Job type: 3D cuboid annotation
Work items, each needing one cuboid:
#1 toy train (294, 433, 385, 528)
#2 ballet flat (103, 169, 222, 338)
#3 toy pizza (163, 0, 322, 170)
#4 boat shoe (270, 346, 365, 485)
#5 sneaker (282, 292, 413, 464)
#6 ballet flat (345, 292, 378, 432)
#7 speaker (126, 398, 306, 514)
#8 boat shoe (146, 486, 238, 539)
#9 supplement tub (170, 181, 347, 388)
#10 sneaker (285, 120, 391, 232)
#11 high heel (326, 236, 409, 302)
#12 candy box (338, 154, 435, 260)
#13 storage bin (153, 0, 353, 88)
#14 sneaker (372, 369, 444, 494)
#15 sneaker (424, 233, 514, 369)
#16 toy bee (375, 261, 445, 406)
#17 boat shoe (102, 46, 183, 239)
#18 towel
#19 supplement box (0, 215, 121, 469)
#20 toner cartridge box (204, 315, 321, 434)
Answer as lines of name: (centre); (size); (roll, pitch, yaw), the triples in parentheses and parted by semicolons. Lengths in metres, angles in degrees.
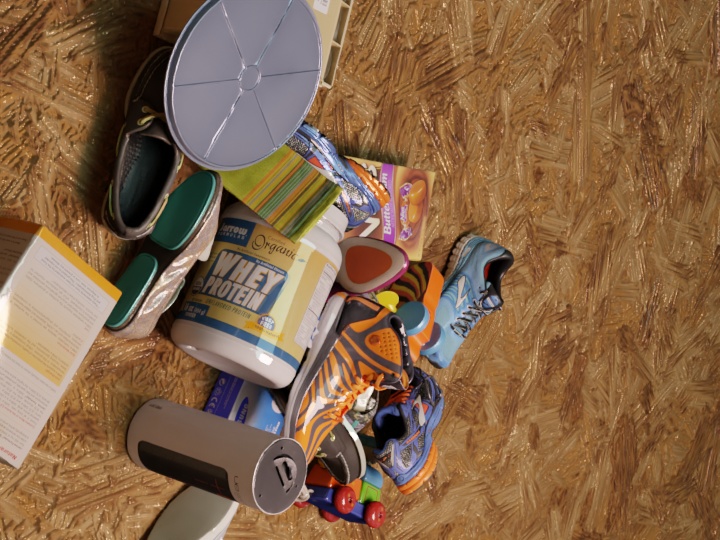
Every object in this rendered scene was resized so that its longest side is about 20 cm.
toy train: (-0.038, 0.240, 1.648); (0.200, 0.085, 0.116); (37, 60, -48)
ballet flat: (-0.197, -0.014, 1.388); (0.200, 0.068, 0.067); (-53, 144, 0)
toy pizza: (-0.120, -0.198, 1.338); (0.200, 0.032, 0.201); (-25, 130, -35)
boat shoe: (-0.054, 0.180, 1.554); (0.061, 0.072, 0.201); (-43, 124, -32)
sneaker: (-0.009, 0.130, 1.448); (0.078, 0.112, 0.200); (27, 82, -74)
ballet flat: (0.001, 0.097, 1.617); (0.072, 0.072, 0.201); (30, 57, -49)
speaker: (-0.152, 0.193, 1.398); (0.081, 0.200, 0.081); (-15, 110, -47)
boat shoe: (-0.201, 0.321, 1.486); (0.201, 0.070, 0.072); (-51, 145, -24)
supplement tub: (-0.107, 0.013, 1.452); (0.145, 0.144, 0.200); (37, 71, -48)
sneaker: (-0.058, -0.116, 1.498); (0.200, 0.075, 0.078); (38, 88, -15)
high heel: (0.000, 0.000, 1.541); (0.096, 0.200, 0.068); (6, 82, -46)
candy box: (0.005, -0.077, 1.636); (0.200, 0.056, 0.117); (4, 96, -49)
storage bin: (-0.097, -0.315, 1.424); (0.198, 0.094, 0.200); (17, 86, -51)
sneaker: (0.056, 0.187, 1.690); (0.078, 0.075, 0.200); (42, 27, -25)
sneaker: (0.145, 0.042, 1.805); (0.078, 0.090, 0.200); (42, 68, -46)
toy bee: (0.046, 0.080, 1.706); (0.131, 0.109, 0.200); (64, 27, -27)
boat shoe: (-0.207, -0.129, 1.337); (0.072, 0.061, 0.202); (15, 87, -17)
towel: (-0.119, -0.118, 1.399); (0.200, 0.018, 0.086); (39, 62, 1)
supplement box: (-0.331, 0.067, 1.251); (0.126, 0.073, 0.200); (49, 62, -45)
toner cartridge box: (-0.115, 0.126, 1.550); (0.095, 0.043, 0.200); (37, 70, -48)
